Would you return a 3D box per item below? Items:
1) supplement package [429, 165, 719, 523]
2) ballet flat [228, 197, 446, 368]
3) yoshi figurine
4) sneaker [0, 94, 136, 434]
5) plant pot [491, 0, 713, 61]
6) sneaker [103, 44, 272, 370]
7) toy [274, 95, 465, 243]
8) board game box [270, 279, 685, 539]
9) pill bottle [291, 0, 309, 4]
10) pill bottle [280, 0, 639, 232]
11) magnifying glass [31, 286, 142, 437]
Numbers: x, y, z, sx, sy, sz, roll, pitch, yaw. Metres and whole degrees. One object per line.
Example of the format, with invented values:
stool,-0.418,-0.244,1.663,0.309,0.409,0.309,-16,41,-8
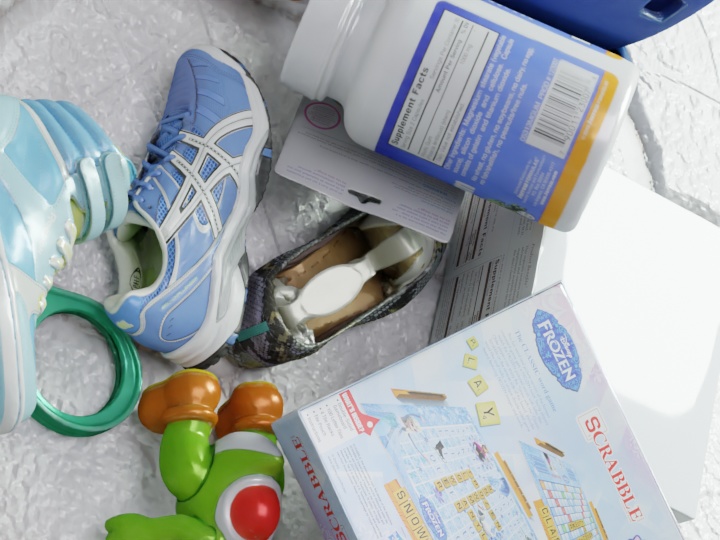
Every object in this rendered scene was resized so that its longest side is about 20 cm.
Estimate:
supplement package,0.137,0.050,1.831,0.155,0.111,0.201,26,62,-26
ballet flat,0.000,0.000,1.777,0.200,0.072,0.072,-33,95,-38
yoshi figurine,-0.083,0.167,1.666,0.112,0.112,0.201,-12,62,7
sneaker,-0.177,-0.010,1.626,0.130,0.079,0.201,-3,78,-36
plant pot,0.123,-0.241,1.845,0.199,0.180,0.201,19,33,-29
sneaker,-0.105,-0.046,1.709,0.077,0.076,0.201,21,62,-37
toy,0.019,-0.095,1.819,0.115,0.047,0.201,22,48,-2
board game box,0.076,0.135,1.662,0.199,0.041,0.201,-24,88,-29
pill bottle,-0.091,-0.251,1.764,0.199,0.112,0.113,24,63,-27
pill bottle,0.058,-0.110,1.738,0.199,0.112,0.112,23,60,2
magnifying glass,-0.205,0.018,1.656,0.200,0.022,0.080,42,56,-17
